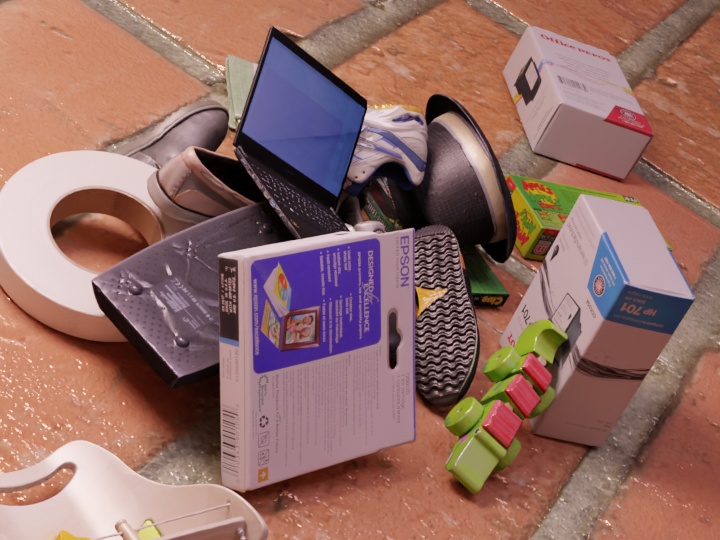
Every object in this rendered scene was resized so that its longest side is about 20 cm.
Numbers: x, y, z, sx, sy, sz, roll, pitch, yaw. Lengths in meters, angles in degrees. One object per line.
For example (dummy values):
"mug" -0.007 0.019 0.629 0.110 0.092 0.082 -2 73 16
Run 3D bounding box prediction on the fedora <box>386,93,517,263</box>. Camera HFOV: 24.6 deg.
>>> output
"fedora" 0.085 -0.087 1.752 0.091 0.201 0.201 -21 50 -14

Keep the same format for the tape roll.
"tape roll" -0.230 -0.024 1.480 0.202 0.037 0.203 12 46 -13

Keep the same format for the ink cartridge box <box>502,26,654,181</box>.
"ink cartridge box" 0.286 -0.224 2.195 0.146 0.083 0.200 16 33 -20

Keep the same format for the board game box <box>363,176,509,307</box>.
"board game box" 0.073 -0.034 1.802 0.105 0.023 0.200 5 38 -36

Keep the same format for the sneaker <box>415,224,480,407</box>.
"sneaker" 0.088 0.056 1.637 0.090 0.070 0.200 59 22 -53

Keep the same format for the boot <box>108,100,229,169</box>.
"boot" -0.140 -0.064 1.604 0.200 0.073 0.182 37 58 25

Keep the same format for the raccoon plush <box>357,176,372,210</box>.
"raccoon plush" -0.073 -0.122 1.754 0.200 0.097 0.134 13 26 -24

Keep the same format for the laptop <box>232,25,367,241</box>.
"laptop" -0.024 -0.094 1.516 0.177 0.103 0.200 31 18 -53

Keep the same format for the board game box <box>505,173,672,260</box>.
"board game box" 0.262 -0.052 1.958 0.200 0.048 0.102 8 36 -32

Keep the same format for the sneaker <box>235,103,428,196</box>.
"sneaker" -0.024 -0.119 1.648 0.200 0.075 0.088 -1 80 -16

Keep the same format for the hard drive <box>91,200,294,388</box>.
"hard drive" -0.120 0.022 1.426 0.200 0.042 0.135 -27 62 -37

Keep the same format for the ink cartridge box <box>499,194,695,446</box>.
"ink cartridge box" 0.229 0.050 1.632 0.086 0.200 0.147 13 34 -23

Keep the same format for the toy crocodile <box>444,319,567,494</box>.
"toy crocodile" 0.137 0.126 1.541 0.068 0.062 0.200 47 50 -10

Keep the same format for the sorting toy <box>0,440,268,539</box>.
"sorting toy" -0.205 0.187 1.187 0.200 0.107 0.180 -7 39 -44

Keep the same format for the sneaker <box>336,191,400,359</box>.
"sneaker" 0.000 0.000 1.632 0.074 0.089 0.200 6 39 -36

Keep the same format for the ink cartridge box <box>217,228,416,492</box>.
"ink cartridge box" -0.034 0.070 1.398 0.200 0.199 0.043 -10 14 -43

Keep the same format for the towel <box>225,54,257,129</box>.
"towel" -0.060 -0.177 1.907 0.200 0.023 0.153 16 32 -18

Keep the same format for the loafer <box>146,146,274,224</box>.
"loafer" -0.105 -0.073 1.529 0.200 0.063 0.072 7 46 -49
